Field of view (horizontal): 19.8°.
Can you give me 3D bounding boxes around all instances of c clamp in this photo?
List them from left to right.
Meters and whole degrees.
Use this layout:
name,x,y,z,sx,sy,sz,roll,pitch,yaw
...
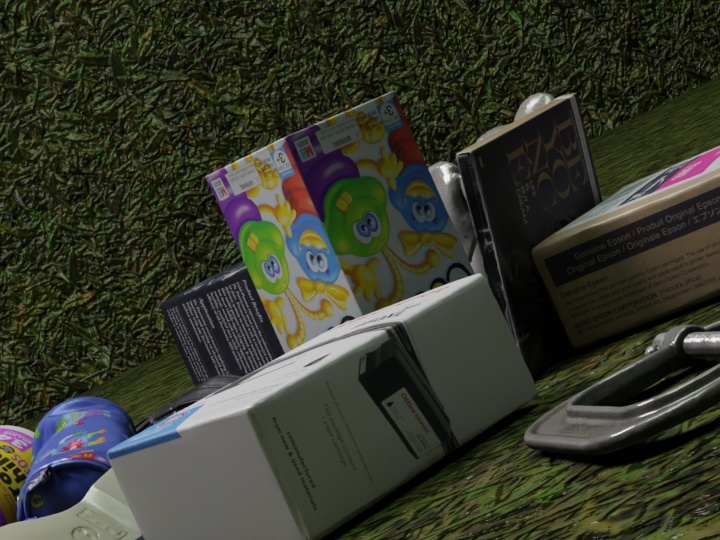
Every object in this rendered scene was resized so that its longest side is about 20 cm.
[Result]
name,x,y,z,sx,sy,sz,roll,pitch,yaw
c clamp,0.160,0.045,1.009,0.170,0.027,0.200,-25,3,-6

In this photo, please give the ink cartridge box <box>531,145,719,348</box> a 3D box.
name,x,y,z,sx,sy,sz,roll,pitch,yaw
ink cartridge box,0.224,-0.032,1.341,0.164,0.075,0.200,-25,3,28

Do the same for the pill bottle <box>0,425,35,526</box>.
name,x,y,z,sx,sy,sz,roll,pitch,yaw
pill bottle,-0.287,0.184,1.459,0.104,0.105,0.200,-24,4,21

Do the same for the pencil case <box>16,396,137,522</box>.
name,x,y,z,sx,sy,sz,roll,pitch,yaw
pencil case,-0.191,0.144,1.401,0.087,0.078,0.200,-18,10,-3

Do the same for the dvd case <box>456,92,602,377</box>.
name,x,y,z,sx,sy,sz,roll,pitch,yaw
dvd case,0.122,-0.026,1.349,0.016,0.149,0.200,-10,10,27

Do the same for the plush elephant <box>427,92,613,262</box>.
name,x,y,z,sx,sy,sz,roll,pitch,yaw
plush elephant,0.134,-0.048,1.519,0.164,0.155,0.200,-23,4,35

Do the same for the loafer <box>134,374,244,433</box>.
name,x,y,z,sx,sy,sz,roll,pitch,yaw
loafer,-0.128,0.129,1.512,0.070,0.068,0.200,-40,8,-38

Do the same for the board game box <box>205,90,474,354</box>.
name,x,y,z,sx,sy,sz,roll,pitch,yaw
board game box,0.000,0.000,1.374,0.105,0.201,0.103,-26,4,-37

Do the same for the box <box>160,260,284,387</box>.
name,x,y,z,sx,sy,sz,roll,pitch,yaw
box,-0.047,0.029,1.984,0.196,0.124,0.200,-19,7,45

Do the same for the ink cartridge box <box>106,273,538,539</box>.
name,x,y,z,sx,sy,sz,roll,pitch,yaw
ink cartridge box,-0.020,0.087,1.171,0.200,0.084,0.144,-28,5,-42

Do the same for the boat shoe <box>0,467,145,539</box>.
name,x,y,z,sx,sy,sz,roll,pitch,yaw
boat shoe,-0.166,0.171,1.172,0.200,0.071,0.063,-32,-35,-47

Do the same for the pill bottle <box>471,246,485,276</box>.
name,x,y,z,sx,sy,sz,roll,pitch,yaw
pill bottle,0.071,-0.006,1.731,0.112,0.113,0.200,-28,4,-38
